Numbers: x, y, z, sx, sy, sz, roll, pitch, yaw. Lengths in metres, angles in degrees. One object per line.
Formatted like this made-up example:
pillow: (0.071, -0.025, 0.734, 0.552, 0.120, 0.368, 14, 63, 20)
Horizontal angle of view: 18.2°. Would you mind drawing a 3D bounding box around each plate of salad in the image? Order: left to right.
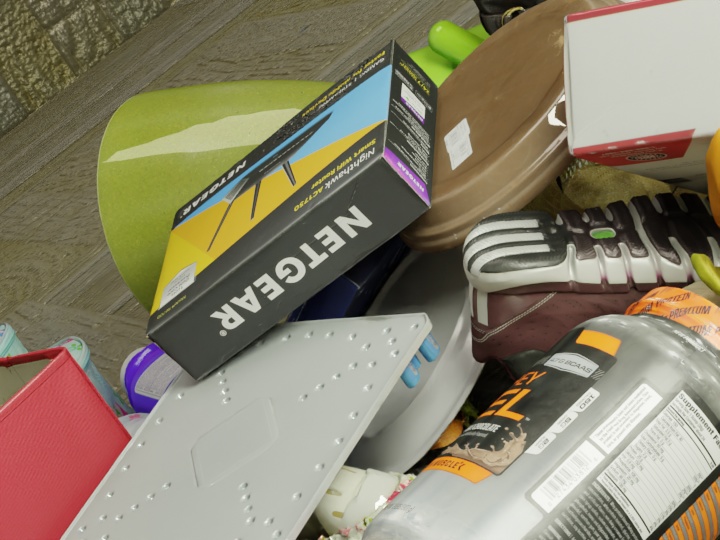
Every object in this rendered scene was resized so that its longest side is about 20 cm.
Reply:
plate of salad: (0.046, 0.049, 1.427, 0.200, 0.048, 0.201, -50, 24, 32)

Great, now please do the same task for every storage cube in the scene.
storage cube: (-0.233, 0.178, 1.427, 0.200, 0.180, 0.170, -45, 20, -30)

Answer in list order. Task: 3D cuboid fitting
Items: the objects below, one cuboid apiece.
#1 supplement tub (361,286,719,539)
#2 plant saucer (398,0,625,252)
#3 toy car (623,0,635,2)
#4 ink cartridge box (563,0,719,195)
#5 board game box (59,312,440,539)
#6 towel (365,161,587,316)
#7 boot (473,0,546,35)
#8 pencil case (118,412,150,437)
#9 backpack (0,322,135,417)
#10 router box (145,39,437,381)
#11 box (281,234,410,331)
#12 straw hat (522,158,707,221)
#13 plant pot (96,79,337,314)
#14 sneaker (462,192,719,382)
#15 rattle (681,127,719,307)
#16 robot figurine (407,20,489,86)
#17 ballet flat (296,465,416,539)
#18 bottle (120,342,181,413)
supplement tub: (0.106, 0.106, 1.072, 0.200, 0.123, 0.122, -41, 18, -23)
plant saucer: (0.088, -0.096, 1.372, 0.200, 0.029, 0.201, -39, 24, 21)
toy car: (0.239, -0.201, 1.677, 0.176, 0.184, 0.202, -18, 52, 42)
ink cartridge box: (0.223, -0.099, 1.265, 0.146, 0.084, 0.199, -7, -9, 32)
board game box: (-0.068, 0.109, 1.323, 0.199, 0.026, 0.201, -5, 41, 45)
towel: (0.085, -0.018, 1.591, 0.199, 0.048, 0.171, -13, 28, 51)
boot: (0.165, -0.163, 1.579, 0.198, 0.175, 0.069, -3, 29, 31)
pencil case: (-0.103, 0.130, 1.476, 0.090, 0.084, 0.199, -17, 4, -35)
backpack: (-0.277, 0.132, 1.716, 0.199, 0.151, 0.178, -21, 19, 24)
router box: (-0.040, -0.039, 1.406, 0.199, 0.051, 0.150, -37, 24, 23)
box: (0.000, 0.000, 1.486, 0.200, 0.032, 0.121, -51, -8, -41)
straw hat: (0.167, -0.054, 1.449, 0.199, 0.086, 0.202, -1, 46, 1)
plant pot: (-0.059, -0.063, 1.652, 0.199, 0.188, 0.187, -13, 25, 33)
sneaker: (0.154, 0.022, 1.312, 0.198, 0.116, 0.076, -1, 35, -6)
rattle: (0.139, 0.029, 1.206, 0.199, 0.143, 0.131, -14, 48, 31)
robot figurine: (0.086, -0.125, 1.735, 0.199, 0.116, 0.176, -23, -20, -5)
ballet flat: (-0.023, 0.148, 1.311, 0.199, 0.064, 0.076, -19, 23, 40)
bottle: (-0.128, 0.089, 1.673, 0.083, 0.066, 0.200, -36, 16, -18)
